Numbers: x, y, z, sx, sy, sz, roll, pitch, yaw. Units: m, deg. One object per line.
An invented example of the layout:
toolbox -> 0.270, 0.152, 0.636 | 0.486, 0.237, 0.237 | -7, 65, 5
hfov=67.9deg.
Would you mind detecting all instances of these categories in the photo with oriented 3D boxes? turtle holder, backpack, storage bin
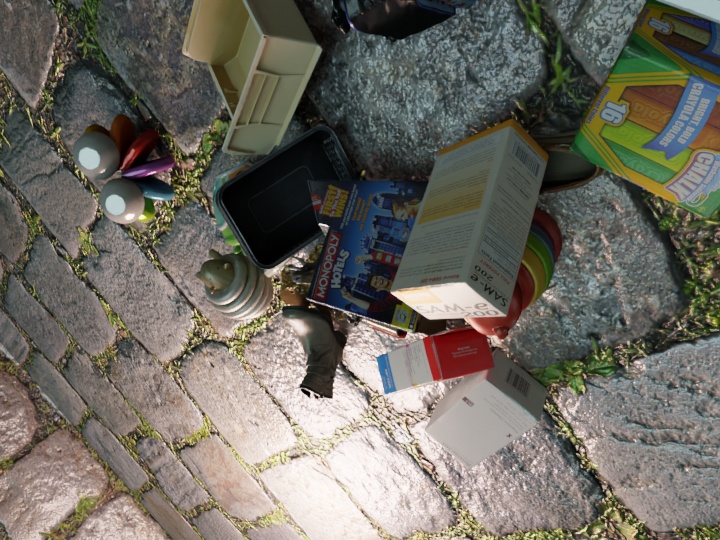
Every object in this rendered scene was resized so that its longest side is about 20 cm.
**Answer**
turtle holder -> -0.187, -0.120, 0.927 | 0.138, 0.186, 0.134 | -24, 108, 9
backpack -> 0.034, -0.372, 0.576 | 0.131, 0.182, 0.206 | -10, 102, 28
storage bin -> -0.162, -0.303, 0.748 | 0.199, 0.092, 0.204 | -51, 58, 43
storage bin -> -0.107, -0.109, 0.808 | 0.137, 0.197, 0.094 | 59, 168, -14

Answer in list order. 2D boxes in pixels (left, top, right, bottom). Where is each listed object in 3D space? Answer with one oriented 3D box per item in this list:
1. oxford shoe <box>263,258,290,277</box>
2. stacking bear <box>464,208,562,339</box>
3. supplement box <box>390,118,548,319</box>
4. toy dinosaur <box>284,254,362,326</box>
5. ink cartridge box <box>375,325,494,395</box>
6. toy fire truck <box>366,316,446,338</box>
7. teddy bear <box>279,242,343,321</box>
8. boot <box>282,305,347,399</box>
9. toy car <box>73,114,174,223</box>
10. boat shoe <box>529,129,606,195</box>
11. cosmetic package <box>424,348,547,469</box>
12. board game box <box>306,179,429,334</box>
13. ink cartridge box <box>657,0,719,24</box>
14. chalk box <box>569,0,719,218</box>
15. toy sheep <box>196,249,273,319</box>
oxford shoe -> -0.132, -0.051, 0.962 | 0.058, 0.075, 0.199 | 52, 137, -4
stacking bear -> 0.186, 0.007, 0.690 | 0.112, 0.200, 0.123 | -26, 103, 42
supplement box -> 0.124, -0.053, 0.609 | 0.073, 0.205, 0.125 | 31, 158, -27
toy dinosaur -> -0.032, 0.030, 0.871 | 0.076, 0.199, 0.104 | -38, 63, 10
ink cartridge box -> 0.126, 0.140, 0.846 | 0.199, 0.113, 0.069 | -34, 66, 54
toy fire truck -> 0.085, 0.023, 0.825 | 0.125, 0.181, 0.200 | 17, 167, 13
teddy bear -> -0.056, 0.019, 0.969 | 0.198, 0.067, 0.145 | -32, 108, 36
boot -> -0.086, 0.155, 0.972 | 0.066, 0.134, 0.200 | -2, 151, 28
toy car -> -0.437, -0.200, 1.038 | 0.146, 0.176, 0.204 | -23, 108, 3
boat shoe -> 0.210, -0.130, 0.673 | 0.196, 0.072, 0.077 | -8, 115, 37
cosmetic package -> 0.208, 0.239, 0.909 | 0.112, 0.081, 0.202 | 37, 132, 6
board game box -> 0.008, -0.039, 0.716 | 0.194, 0.205, 0.062 | 16, 167, 13
ink cartridge box -> 0.353, -0.315, 0.445 | 0.142, 0.084, 0.204 | 29, 132, 15
chalk box -> 0.334, -0.151, 0.523 | 0.197, 0.125, 0.126 | 30, 146, 15
toy sheep -> -0.237, 0.031, 1.047 | 0.134, 0.142, 0.199 | 4, 164, 31
